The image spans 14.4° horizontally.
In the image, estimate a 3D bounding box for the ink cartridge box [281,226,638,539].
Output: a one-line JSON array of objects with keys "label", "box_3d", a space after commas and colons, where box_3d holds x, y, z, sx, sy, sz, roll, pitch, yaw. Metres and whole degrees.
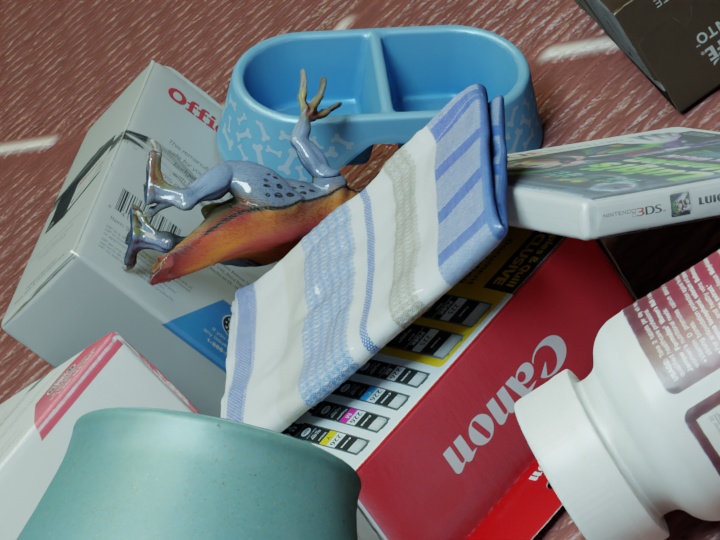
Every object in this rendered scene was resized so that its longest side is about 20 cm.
[{"label": "ink cartridge box", "box_3d": [0.050, 0.063, 1.480, 0.200, 0.084, 0.175, -47, 29, -22]}]

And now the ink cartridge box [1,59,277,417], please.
[{"label": "ink cartridge box", "box_3d": [-0.113, -0.007, 1.707, 0.084, 0.145, 0.200, -41, 20, 35]}]

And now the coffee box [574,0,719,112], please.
[{"label": "coffee box", "box_3d": [0.188, -0.187, 1.723, 0.114, 0.080, 0.200, -35, 26, 4]}]

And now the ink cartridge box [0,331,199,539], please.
[{"label": "ink cartridge box", "box_3d": [-0.186, 0.131, 1.593, 0.146, 0.085, 0.200, -51, 12, -27]}]

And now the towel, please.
[{"label": "towel", "box_3d": [0.000, 0.000, 1.469, 0.200, 0.024, 0.147, -41, 24, 24]}]

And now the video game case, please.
[{"label": "video game case", "box_3d": [0.144, -0.049, 1.494, 0.181, 0.023, 0.200, -10, 11, -25]}]

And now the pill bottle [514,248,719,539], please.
[{"label": "pill bottle", "box_3d": [0.178, 0.047, 1.321, 0.200, 0.110, 0.110, -32, 26, 8]}]

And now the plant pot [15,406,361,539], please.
[{"label": "plant pot", "box_3d": [-0.083, 0.167, 1.264, 0.200, 0.200, 0.189, -7, 66, 45]}]

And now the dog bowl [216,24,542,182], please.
[{"label": "dog bowl", "box_3d": [0.012, -0.101, 1.719, 0.199, 0.050, 0.112, -3, 40, -4]}]

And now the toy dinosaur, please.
[{"label": "toy dinosaur", "box_3d": [-0.039, -0.017, 1.601, 0.200, 0.181, 0.105, -98, 20, -52]}]
